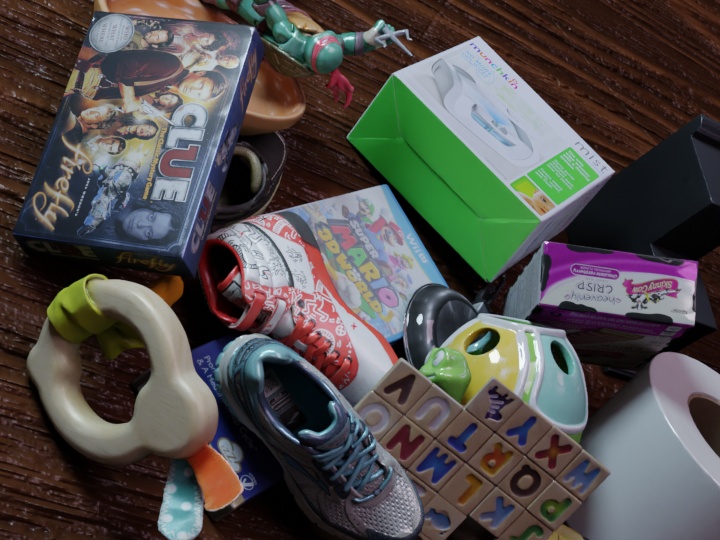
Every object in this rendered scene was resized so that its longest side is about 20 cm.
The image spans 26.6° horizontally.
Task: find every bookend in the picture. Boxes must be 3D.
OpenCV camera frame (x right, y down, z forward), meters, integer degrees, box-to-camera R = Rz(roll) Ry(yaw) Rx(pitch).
[{"bbox_3d":[0.326,-0.017,1.557,0.092,0.200,0.199,17,49,-36],"label":"bookend"}]

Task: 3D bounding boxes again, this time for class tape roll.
[{"bbox_3d":[0.289,0.193,1.369,0.202,0.139,0.203,32,29,-20],"label":"tape roll"}]

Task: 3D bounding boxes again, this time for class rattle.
[{"bbox_3d":[-0.126,0.093,1.060,0.200,0.130,0.143,36,2,21],"label":"rattle"}]

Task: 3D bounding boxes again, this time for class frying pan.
[{"bbox_3d":[0.103,0.062,1.390,0.190,0.031,0.115,-10,84,-51],"label":"frying pan"}]

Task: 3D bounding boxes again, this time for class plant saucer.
[{"bbox_3d":[-0.139,-0.177,1.292,0.200,0.037,0.200,29,23,-14],"label":"plant saucer"}]

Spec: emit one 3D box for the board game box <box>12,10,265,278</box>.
[{"bbox_3d":[-0.162,-0.098,1.134,0.035,0.135,0.200,70,31,-61],"label":"board game box"}]

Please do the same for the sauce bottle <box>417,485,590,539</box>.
[{"bbox_3d":[0.108,0.214,1.260,0.200,0.065,0.065,30,43,-24],"label":"sauce bottle"}]

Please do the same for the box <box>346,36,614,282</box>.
[{"bbox_3d":[0.119,-0.111,1.481,0.200,0.097,0.176,47,38,10],"label":"box"}]

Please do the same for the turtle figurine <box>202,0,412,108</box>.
[{"bbox_3d":[-0.054,-0.217,1.313,0.200,0.101,0.150,34,-2,46],"label":"turtle figurine"}]

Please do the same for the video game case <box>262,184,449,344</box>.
[{"bbox_3d":[0.000,0.000,1.346,0.200,0.018,0.143,-18,74,-54],"label":"video game case"}]

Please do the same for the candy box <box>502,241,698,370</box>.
[{"bbox_3d":[0.207,0.036,1.360,0.136,0.200,0.061,8,76,-2],"label":"candy box"}]

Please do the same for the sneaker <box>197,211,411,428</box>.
[{"bbox_3d":[-0.050,0.047,1.176,0.108,0.067,0.202,-15,68,-50],"label":"sneaker"}]

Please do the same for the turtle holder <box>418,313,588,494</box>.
[{"bbox_3d":[0.105,0.103,1.262,0.185,0.141,0.132,11,93,-26],"label":"turtle holder"}]

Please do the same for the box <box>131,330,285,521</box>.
[{"bbox_3d":[-0.074,0.102,1.187,0.200,0.032,0.121,-24,79,-53],"label":"box"}]

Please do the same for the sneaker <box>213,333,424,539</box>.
[{"bbox_3d":[-0.026,0.130,1.104,0.200,0.086,0.078,45,74,-9],"label":"sneaker"}]

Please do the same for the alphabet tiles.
[{"bbox_3d":[0.071,0.161,1.188,0.200,0.167,0.008,39,11,-20],"label":"alphabet tiles"}]

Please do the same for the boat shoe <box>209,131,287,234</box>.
[{"bbox_3d":[-0.106,-0.074,1.263,0.072,0.066,0.201,47,37,-3],"label":"boat shoe"}]
